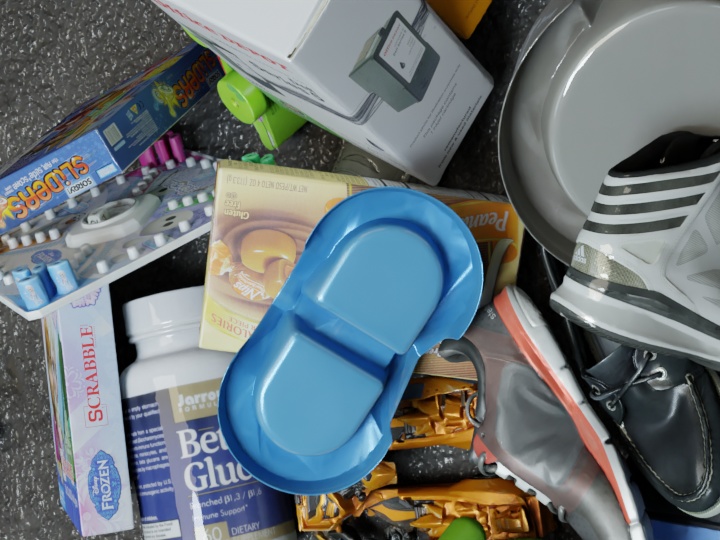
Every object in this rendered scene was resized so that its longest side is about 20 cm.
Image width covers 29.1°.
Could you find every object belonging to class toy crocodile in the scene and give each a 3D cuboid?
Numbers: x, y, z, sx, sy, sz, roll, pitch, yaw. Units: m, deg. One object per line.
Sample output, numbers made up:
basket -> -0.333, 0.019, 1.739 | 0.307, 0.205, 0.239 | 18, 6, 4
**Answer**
toy crocodile -> -0.083, -0.162, 0.944 | 0.062, 0.201, 0.068 | 31, 70, 37

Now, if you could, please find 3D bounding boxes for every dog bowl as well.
dog bowl -> -0.008, 0.039, 0.844 | 0.111, 0.050, 0.201 | 31, 98, -11
dog bowl -> 0.172, -0.088, 0.764 | 0.198, 0.059, 0.202 | 0, 123, 0

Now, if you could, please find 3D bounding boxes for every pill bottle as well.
pill bottle -> -0.118, 0.116, 1.021 | 0.110, 0.111, 0.202 | -15, 84, 36

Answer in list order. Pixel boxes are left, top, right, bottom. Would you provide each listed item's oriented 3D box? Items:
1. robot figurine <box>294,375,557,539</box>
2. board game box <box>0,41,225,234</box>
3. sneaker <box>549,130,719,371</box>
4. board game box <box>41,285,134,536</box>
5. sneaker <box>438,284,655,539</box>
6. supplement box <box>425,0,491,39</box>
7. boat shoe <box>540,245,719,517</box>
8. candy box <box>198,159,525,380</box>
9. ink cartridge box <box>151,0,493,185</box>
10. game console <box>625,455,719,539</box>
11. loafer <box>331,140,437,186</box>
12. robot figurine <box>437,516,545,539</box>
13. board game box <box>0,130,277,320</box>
robot figurine -> 0.030, 0.133, 0.938 | 0.198, 0.058, 0.147 | -9, 87, 30
board game box -> -0.187, -0.099, 0.999 | 0.134, 0.200, 0.035 | -22, 108, 28
sneaker -> 0.202, -0.007, 0.736 | 0.076, 0.199, 0.116 | 33, 106, 58
board game box -> -0.215, 0.090, 1.068 | 0.200, 0.041, 0.202 | 168, 96, -73
sneaker -> 0.110, 0.111, 0.831 | 0.081, 0.077, 0.201 | -29, 67, 7
supplement box -> -0.011, -0.228, 0.876 | 0.199, 0.126, 0.074 | 29, 87, 46
boat shoe -> 0.156, 0.049, 0.809 | 0.074, 0.066, 0.201 | -37, 53, 36
candy box -> 0.000, 0.000, 0.890 | 0.198, 0.055, 0.117 | 7, 100, -8
ink cartridge box -> -0.027, -0.145, 0.833 | 0.145, 0.200, 0.085 | 30, 89, 31
game console -> 0.207, 0.215, 0.785 | 0.174, 0.116, 0.202 | 5, 95, 36
loafer -> 0.010, -0.055, 0.939 | 0.069, 0.070, 0.202 | 18, 100, 34
robot figurine -> 0.106, 0.225, 0.814 | 0.116, 0.200, 0.176 | -43, 93, 1
board game box -> -0.176, -0.041, 0.971 | 0.199, 0.199, 0.026 | 19, 134, 58
